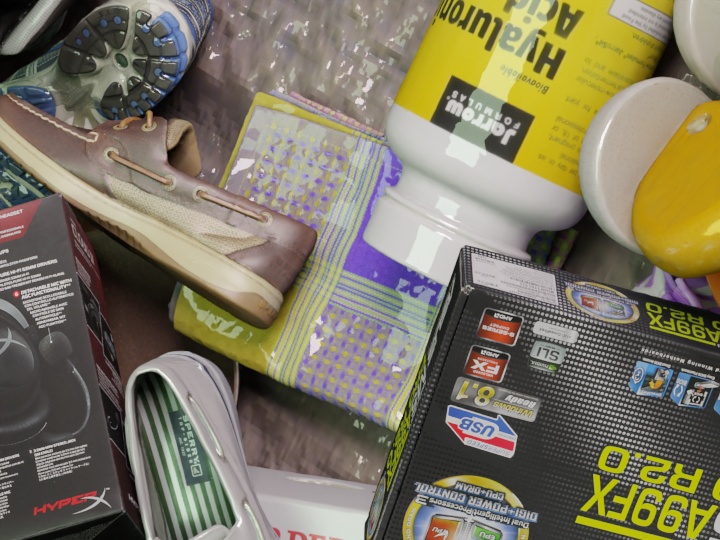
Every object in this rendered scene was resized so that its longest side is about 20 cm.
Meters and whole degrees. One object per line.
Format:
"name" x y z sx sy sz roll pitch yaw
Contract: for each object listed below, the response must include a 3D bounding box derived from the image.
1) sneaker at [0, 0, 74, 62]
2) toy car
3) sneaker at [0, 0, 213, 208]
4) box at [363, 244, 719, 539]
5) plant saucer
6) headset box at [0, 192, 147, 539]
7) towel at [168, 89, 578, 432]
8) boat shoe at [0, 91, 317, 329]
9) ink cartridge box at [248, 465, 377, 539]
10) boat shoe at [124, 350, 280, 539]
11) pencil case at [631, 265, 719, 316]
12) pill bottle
"sneaker" -0.198 -0.145 1.466 0.075 0.116 0.200 45 141 -8
"toy car" 0.213 -0.061 1.252 0.201 0.150 0.175 -58 28 -13
"sneaker" -0.150 -0.099 1.520 0.200 0.085 0.077 -28 102 38
"box" 0.117 0.090 1.282 0.199 0.044 0.161 16 116 -7
"plant saucer" -0.143 0.057 1.533 0.199 0.034 0.202 0 90 31
"headset box" -0.200 0.062 1.402 0.148 0.077 0.201 -16 65 2
"towel" 0.000 0.000 1.431 0.199 0.023 0.144 25 88 26
"boat shoe" -0.110 -0.048 1.442 0.199 0.072 0.072 32 84 22
"ink cartridge box" -0.037 0.211 1.419 0.145 0.083 0.201 7 93 18
"boat shoe" -0.079 0.139 1.354 0.073 0.067 0.201 -24 82 17
"pencil case" 0.119 0.079 1.343 0.084 0.085 0.200 47 113 17
"pill bottle" 0.079 -0.088 1.343 0.111 0.111 0.201 28 96 29
